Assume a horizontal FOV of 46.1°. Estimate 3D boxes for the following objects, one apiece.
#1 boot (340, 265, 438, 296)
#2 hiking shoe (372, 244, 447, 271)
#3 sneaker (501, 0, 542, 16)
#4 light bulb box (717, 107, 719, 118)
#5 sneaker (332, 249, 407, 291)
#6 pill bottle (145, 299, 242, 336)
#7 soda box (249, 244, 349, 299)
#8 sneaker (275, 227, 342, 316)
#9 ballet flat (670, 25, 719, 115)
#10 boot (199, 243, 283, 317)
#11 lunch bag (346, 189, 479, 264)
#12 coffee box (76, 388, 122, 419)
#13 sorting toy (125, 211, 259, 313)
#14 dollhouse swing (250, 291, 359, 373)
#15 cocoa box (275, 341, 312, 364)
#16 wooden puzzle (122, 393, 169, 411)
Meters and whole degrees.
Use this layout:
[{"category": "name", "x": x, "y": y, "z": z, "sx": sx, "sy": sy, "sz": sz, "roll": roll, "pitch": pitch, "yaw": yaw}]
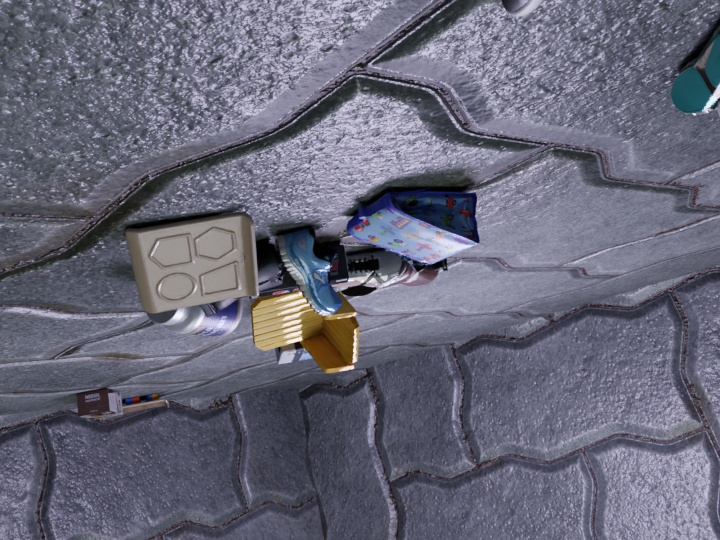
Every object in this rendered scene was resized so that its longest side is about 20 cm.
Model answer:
[{"category": "boot", "x": 0.068, "y": 0.019, "z": 1.932, "sx": 0.184, "sy": 0.065, "sz": 0.199, "roll": -15, "pitch": 172, "yaw": 24}, {"category": "hiking shoe", "x": 0.101, "y": -0.044, "z": 1.596, "sx": 0.198, "sy": 0.088, "sz": 0.074, "roll": 0, "pitch": 164, "yaw": -43}, {"category": "sneaker", "x": 0.105, "y": -0.267, "z": 0.656, "sx": 0.097, "sy": 0.072, "sz": 0.200, "roll": -9, "pitch": 162, "yaw": -4}, {"category": "light bulb box", "x": 0.612, "y": -0.232, "z": 1.135, "sx": 0.195, "sy": 0.127, "sz": 0.200, "roll": -13, "pitch": 168, "yaw": 5}, {"category": "sneaker", "x": 0.000, "y": 0.000, "z": 1.735, "sx": 0.197, "sy": 0.075, "sz": 0.080, "roll": -15, "pitch": 166, "yaw": 12}, {"category": "pill bottle", "x": -0.326, "y": 0.069, "z": 1.646, "sx": 0.109, "sy": 0.113, "sz": 0.199, "roll": -16, "pitch": 167, "yaw": 23}, {"category": "soda box", "x": -0.123, "y": 0.002, "z": 1.624, "sx": 0.196, "sy": 0.072, "sz": 0.063, "roll": -9, "pitch": 173, "yaw": -7}, {"category": "sneaker", "x": -0.074, "y": 0.003, "z": 1.527, "sx": 0.089, "sy": 0.079, "sz": 0.201, "roll": -28, "pitch": 133, "yaw": 4}, {"category": "ballet flat", "x": 0.449, "y": -0.250, "z": 1.047, "sx": 0.063, "sy": 0.077, "sz": 0.200, "roll": -26, "pitch": 172, "yaw": -4}, {"category": "boot", "x": -0.227, "y": -0.008, "z": 1.493, "sx": 0.166, "sy": 0.077, "sz": 0.201, "roll": -26, "pitch": 149, "yaw": -5}, {"category": "lunch bag", "x": 0.080, "y": -0.081, "z": 1.447, "sx": 0.197, "sy": 0.096, "sz": 0.150, "roll": 7, "pitch": 163, "yaw": -29}, {"category": "coffee box", "x": -0.915, "y": 0.471, "z": 2.975, "sx": 0.111, "sy": 0.081, "sz": 0.200, "roll": -9, "pitch": 168, "yaw": -6}, {"category": "sorting toy", "x": -0.266, "y": -0.015, "z": 1.364, "sx": 0.196, "sy": 0.037, "sz": 0.187, "roll": -7, "pitch": 136, "yaw": -10}, {"category": "dollhouse swing", "x": -0.124, "y": 0.141, "z": 1.871, "sx": 0.174, "sy": 0.182, "sz": 0.202, "roll": -26, "pitch": 143, "yaw": -26}, {"category": "cocoa box", "x": -0.149, "y": 0.145, "z": 2.099, "sx": 0.129, "sy": 0.136, "sz": 0.200, "roll": -9, "pitch": 168, "yaw": -11}, {"category": "wooden puzzle", "x": -0.866, "y": 0.529, "z": 3.380, "sx": 0.196, "sy": 0.047, "sz": 0.185, "roll": -4, "pitch": 166, "yaw": -13}]
